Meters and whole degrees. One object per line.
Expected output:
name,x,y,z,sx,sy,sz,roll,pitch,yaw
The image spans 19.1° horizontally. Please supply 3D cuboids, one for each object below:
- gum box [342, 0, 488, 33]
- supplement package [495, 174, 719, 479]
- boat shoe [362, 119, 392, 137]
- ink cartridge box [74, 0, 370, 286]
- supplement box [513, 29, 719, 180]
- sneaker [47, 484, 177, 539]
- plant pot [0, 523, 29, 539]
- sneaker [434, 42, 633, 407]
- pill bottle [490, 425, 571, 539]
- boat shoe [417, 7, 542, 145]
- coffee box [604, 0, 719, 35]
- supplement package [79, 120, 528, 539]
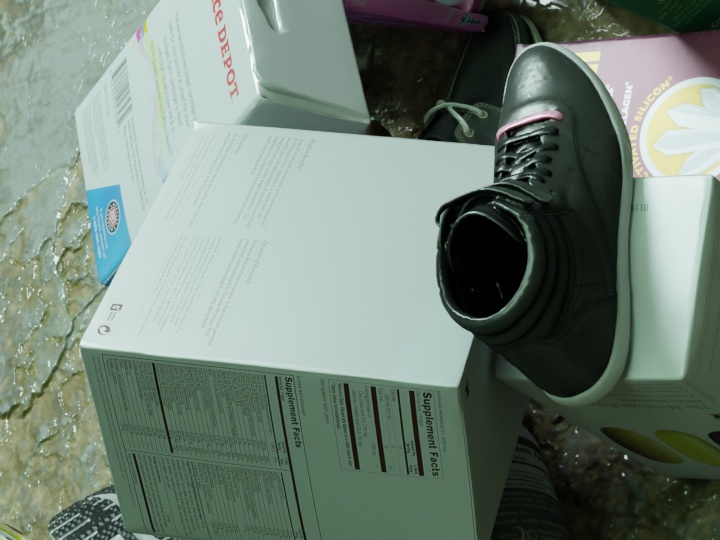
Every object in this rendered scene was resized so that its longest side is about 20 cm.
gum box,-0.014,-0.198,1.406,0.200,0.113,0.066,13,96,52
supplement package,0.176,0.037,1.148,0.113,0.200,0.110,-1,70,36
boat shoe,0.000,0.000,1.376,0.069,0.071,0.201,-17,63,28
ink cartridge box,-0.089,-0.095,1.319,0.200,0.084,0.145,-46,44,41
supplement box,0.187,-0.062,1.245,0.200,0.103,0.131,-1,71,36
sneaker,-0.138,0.197,1.395,0.074,0.080,0.200,-31,26,-25
plant pot,-0.269,0.251,1.392,0.200,0.199,0.182,24,79,40
sneaker,0.083,-0.040,1.054,0.071,0.099,0.201,-19,59,31
pill bottle,0.061,0.154,1.238,0.116,0.116,0.200,-32,55,21
boat shoe,0.071,-0.082,1.362,0.072,0.068,0.201,1,68,37
coffee box,0.175,-0.194,1.245,0.044,0.200,0.123,-43,51,32
supplement package,-0.016,0.039,1.158,0.199,0.147,0.191,6,43,15
